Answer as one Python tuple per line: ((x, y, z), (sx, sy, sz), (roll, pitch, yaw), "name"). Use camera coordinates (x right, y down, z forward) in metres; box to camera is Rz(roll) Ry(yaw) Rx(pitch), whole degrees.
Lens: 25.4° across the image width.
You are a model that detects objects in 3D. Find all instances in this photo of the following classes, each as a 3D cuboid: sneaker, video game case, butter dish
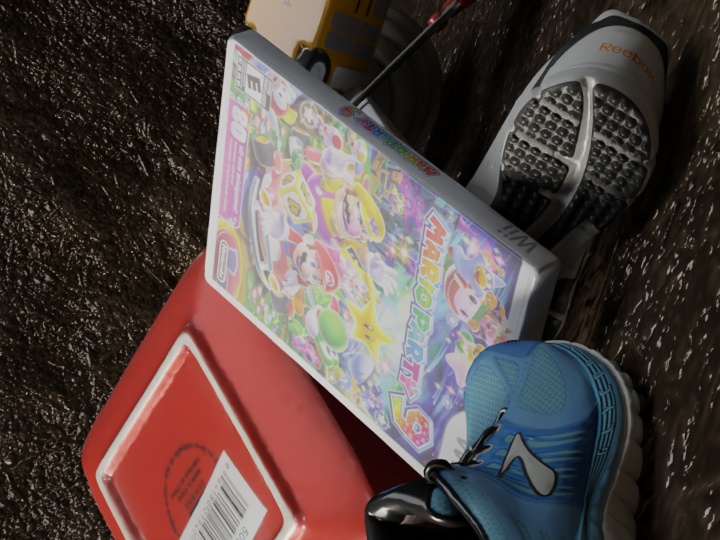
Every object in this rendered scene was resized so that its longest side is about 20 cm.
((0.080, -0.030, 0.699), (0.200, 0.073, 0.080), (-55, 4, 48), "sneaker")
((0.048, 0.079, 0.552), (0.201, 0.089, 0.079), (-86, 18, -63), "sneaker")
((0.000, 0.000, 0.721), (0.018, 0.200, 0.144), (-23, -41, -36), "video game case")
((-0.038, 0.114, 0.880), (0.201, 0.147, 0.200), (-55, 55, 34), "butter dish")

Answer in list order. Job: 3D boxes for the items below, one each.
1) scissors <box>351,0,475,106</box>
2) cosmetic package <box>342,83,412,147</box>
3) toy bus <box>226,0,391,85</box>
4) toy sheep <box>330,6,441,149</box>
((0.056, -0.159, 0.954), (0.200, 0.014, 0.073), (-47, 11, -35), "scissors")
((0.011, -0.041, 0.947), (0.071, 0.102, 0.200), (-40, 14, 5), "cosmetic package")
((-0.017, -0.194, 1.005), (0.078, 0.065, 0.202), (4, -73, -57), "toy bus")
((-0.008, -0.129, 1.137), (0.200, 0.137, 0.139), (-59, -8, -66), "toy sheep")
